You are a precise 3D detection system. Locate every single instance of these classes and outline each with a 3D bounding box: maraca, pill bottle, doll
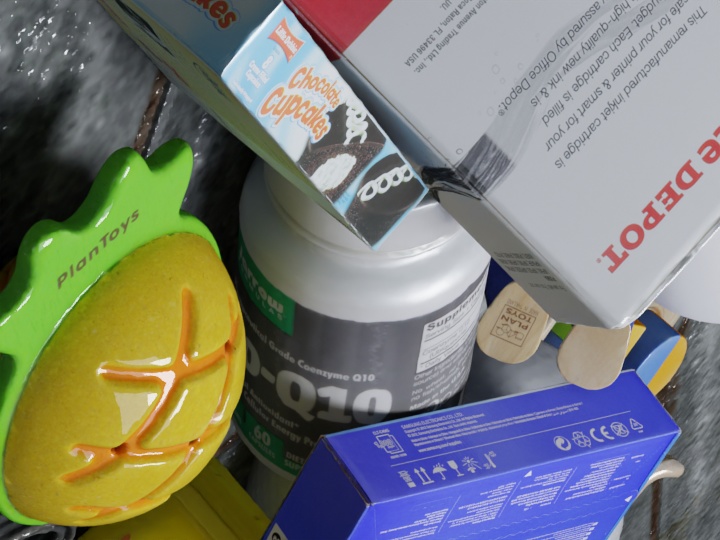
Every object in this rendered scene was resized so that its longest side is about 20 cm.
[{"bbox_3d":[-0.103,0.028,1.172,0.137,0.107,0.200,-48,158,-27],"label":"maraca"},{"bbox_3d":[0.000,0.000,1.313,0.113,0.113,0.201,-37,153,-29],"label":"pill bottle"},{"bbox_3d":[0.090,-0.011,1.447,0.200,0.136,0.049,-78,-173,-68],"label":"doll"}]

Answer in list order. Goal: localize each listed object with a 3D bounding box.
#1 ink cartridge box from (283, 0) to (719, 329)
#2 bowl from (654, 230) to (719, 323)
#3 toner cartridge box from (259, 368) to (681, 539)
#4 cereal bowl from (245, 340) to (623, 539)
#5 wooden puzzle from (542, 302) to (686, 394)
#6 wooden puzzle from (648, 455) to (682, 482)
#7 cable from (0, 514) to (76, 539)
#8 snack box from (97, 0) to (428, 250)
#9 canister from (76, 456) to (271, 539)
[{"bbox_3d":[0.071,-0.095,1.176,0.144,0.200,0.084,-46,-171,-8],"label":"ink cartridge box"},{"bbox_3d":[0.133,-0.083,1.361,0.074,0.201,0.200,-16,149,3],"label":"bowl"},{"bbox_3d":[0.048,0.105,1.355,0.199,0.043,0.095,-9,142,-42],"label":"toner cartridge box"},{"bbox_3d":[0.044,0.130,1.496,0.199,0.083,0.201,-6,119,-11],"label":"cereal bowl"},{"bbox_3d":[0.167,0.010,1.717,0.186,0.046,0.200,-56,156,13],"label":"wooden puzzle"},{"bbox_3d":[0.085,0.160,1.711,0.200,0.046,0.185,-45,-174,-3],"label":"wooden puzzle"},{"bbox_3d":[-0.181,0.130,1.257,0.097,0.050,0.200,-49,156,5],"label":"cable"},{"bbox_3d":[-0.050,-0.082,1.095,0.037,0.116,0.200,-49,157,-3],"label":"snack box"},{"bbox_3d":[-0.110,0.197,1.362,0.200,0.149,0.087,-39,172,-19],"label":"canister"}]
